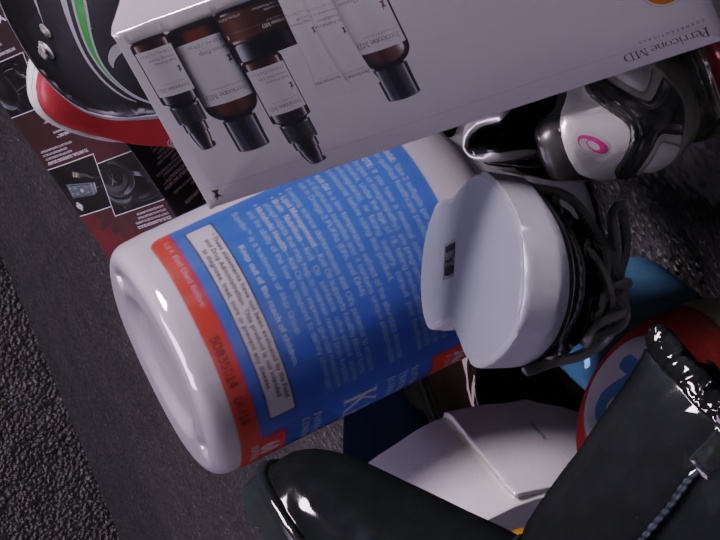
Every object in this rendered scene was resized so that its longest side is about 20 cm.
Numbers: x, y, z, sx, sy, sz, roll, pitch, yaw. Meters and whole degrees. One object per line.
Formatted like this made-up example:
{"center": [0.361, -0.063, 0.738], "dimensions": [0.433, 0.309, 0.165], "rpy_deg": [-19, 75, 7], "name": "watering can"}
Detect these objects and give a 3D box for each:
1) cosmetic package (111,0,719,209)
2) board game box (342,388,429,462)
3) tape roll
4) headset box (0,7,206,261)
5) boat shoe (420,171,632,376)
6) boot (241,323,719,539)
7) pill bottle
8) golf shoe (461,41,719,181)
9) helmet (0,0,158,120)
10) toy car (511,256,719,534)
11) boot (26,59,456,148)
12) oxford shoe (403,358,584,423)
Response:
{"center": [0.021, -0.092, 0.949], "dimensions": [0.051, 0.199, 0.083], "rpy_deg": [-84, -29, -52], "name": "cosmetic package"}
{"center": [0.016, 0.079, 1.375], "dimensions": [0.158, 0.039, 0.201], "rpy_deg": [42, -138, -49], "name": "board game box"}
{"center": [0.060, 0.161, 1.267], "dimensions": [0.071, 0.202, 0.203], "rpy_deg": [50, 160, 47], "name": "tape roll"}
{"center": [-0.098, -0.097, 1.421], "dimensions": [0.077, 0.149, 0.200], "rpy_deg": [-13, 116, 48], "name": "headset box"}
{"center": [0.069, 0.004, 1.037], "dimensions": [0.199, 0.068, 0.074], "rpy_deg": [150, 123, -82], "name": "boat shoe"}
{"center": [0.071, 0.090, 0.979], "dimensions": [0.198, 0.163, 0.073], "rpy_deg": [44, -163, 20], "name": "boot"}
{"center": [0.000, 0.000, 1.202], "dimensions": [0.112, 0.200, 0.112], "rpy_deg": [59, 166, 25], "name": "pill bottle"}
{"center": [0.070, -0.078, 1.037], "dimensions": [0.073, 0.092, 0.200], "rpy_deg": [68, 168, -16], "name": "golf shoe"}
{"center": [-0.083, -0.182, 1.218], "dimensions": [0.200, 0.200, 0.191], "rpy_deg": [35, 145, 64], "name": "helmet"}
{"center": [0.093, 0.122, 1.070], "dimensions": [0.184, 0.200, 0.177], "rpy_deg": [43, 154, 56], "name": "toy car"}
{"center": [-0.050, -0.076, 1.299], "dimensions": [0.144, 0.199, 0.073], "rpy_deg": [42, 125, 58], "name": "boot"}
{"center": [0.083, 0.095, 1.342], "dimensions": [0.084, 0.073, 0.200], "rpy_deg": [6, 129, 56], "name": "oxford shoe"}
